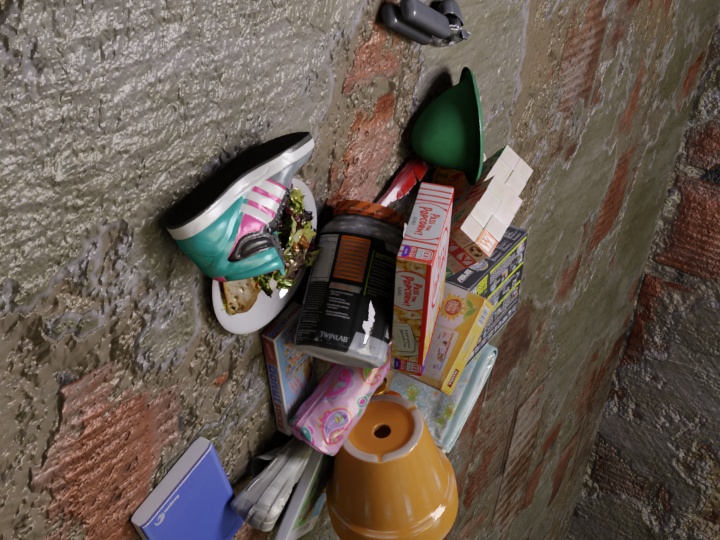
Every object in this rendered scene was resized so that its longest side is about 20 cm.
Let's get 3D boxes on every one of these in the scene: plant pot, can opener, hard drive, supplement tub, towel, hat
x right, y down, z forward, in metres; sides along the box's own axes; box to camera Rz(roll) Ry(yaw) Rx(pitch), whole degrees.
[{"bbox_3d":[0.039,0.290,1.413,0.200,0.199,0.184,-47,142,-35],"label":"plant pot"},{"bbox_3d":[0.088,-0.337,1.273,0.200,0.053,0.067,1,78,-62],"label":"can opener"},{"bbox_3d":[-0.215,0.319,1.229,0.132,0.025,0.201,-50,150,-30],"label":"hard drive"},{"bbox_3d":[-0.008,0.018,1.247,0.123,0.122,0.201,38,63,-63],"label":"supplement tub"},{"bbox_3d":[0.110,0.184,1.571,0.201,0.171,0.048,-61,151,-10],"label":"towel"},{"bbox_3d":[0.078,-0.194,1.383,0.201,0.175,0.166,-98,-176,-46],"label":"hat"}]

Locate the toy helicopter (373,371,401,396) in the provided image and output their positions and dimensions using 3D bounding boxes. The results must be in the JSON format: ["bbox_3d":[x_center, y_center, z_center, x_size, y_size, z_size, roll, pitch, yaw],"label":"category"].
[{"bbox_3d":[-0.001,0.165,1.456,0.200,0.079,0.133,-5,111,-60],"label":"toy helicopter"}]

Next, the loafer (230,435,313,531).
[{"bbox_3d":[-0.117,0.275,1.333,0.070,0.070,0.200,-64,177,30],"label":"loafer"}]

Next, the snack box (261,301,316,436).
[{"bbox_3d":[-0.094,0.139,1.315,0.072,0.024,0.201,-46,147,-36],"label":"snack box"}]

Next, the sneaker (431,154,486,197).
[{"bbox_3d":[0.129,-0.119,1.504,0.077,0.073,0.201,35,72,-48],"label":"sneaker"}]

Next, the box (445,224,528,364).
[{"bbox_3d":[0.192,0.040,1.500,0.200,0.044,0.161,-40,141,-43],"label":"box"}]

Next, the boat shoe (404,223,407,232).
[{"bbox_3d":[0.000,0.000,1.348,0.200,0.071,0.070,-47,123,-26],"label":"boat shoe"}]

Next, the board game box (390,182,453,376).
[{"bbox_3d":[0.078,0.012,1.237,0.152,0.046,0.201,-70,166,-45],"label":"board game box"}]

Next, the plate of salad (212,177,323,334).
[{"bbox_3d":[-0.104,-0.013,1.150,0.200,0.048,0.201,-42,144,-41],"label":"plate of salad"}]

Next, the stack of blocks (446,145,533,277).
[{"bbox_3d":[0.177,-0.091,1.401,0.200,0.059,0.115,-55,-167,-32],"label":"stack of blocks"}]

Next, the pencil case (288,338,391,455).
[{"bbox_3d":[-0.017,0.156,1.328,0.201,0.087,0.087,-56,153,-2],"label":"pencil case"}]

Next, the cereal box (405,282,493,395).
[{"bbox_3d":[0.074,0.076,1.385,0.144,0.199,0.040,-62,145,-7],"label":"cereal box"}]

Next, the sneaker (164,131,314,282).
[{"bbox_3d":[-0.106,-0.055,1.035,0.200,0.083,0.121,-42,121,-29],"label":"sneaker"}]

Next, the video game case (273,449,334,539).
[{"bbox_3d":[-0.063,0.317,1.472,0.182,0.022,0.201,27,86,-78],"label":"video game case"}]
